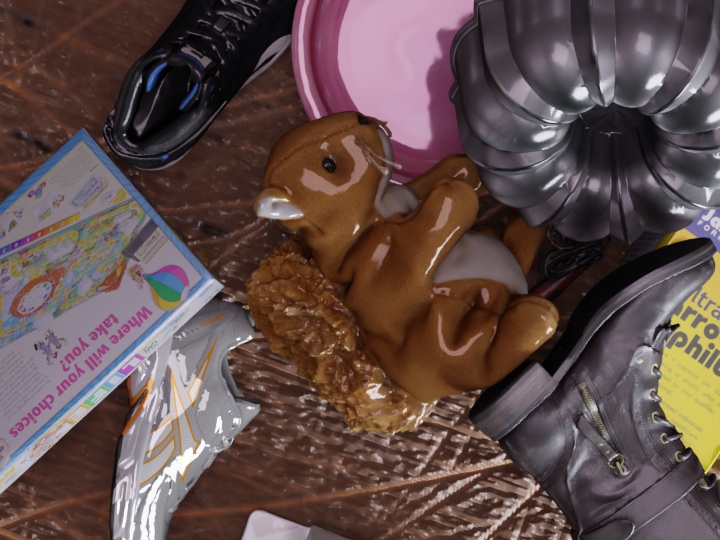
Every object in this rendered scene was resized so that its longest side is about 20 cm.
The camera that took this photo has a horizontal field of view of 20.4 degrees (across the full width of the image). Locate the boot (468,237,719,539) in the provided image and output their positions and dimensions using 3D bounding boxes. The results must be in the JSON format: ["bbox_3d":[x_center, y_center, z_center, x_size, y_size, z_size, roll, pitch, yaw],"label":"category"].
[{"bbox_3d":[0.181,0.098,1.223,0.200,0.069,0.174,-41,95,8],"label":"boot"}]

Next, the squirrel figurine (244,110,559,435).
[{"bbox_3d":[0.000,0.000,1.259,0.186,0.142,0.200,36,120,-17],"label":"squirrel figurine"}]

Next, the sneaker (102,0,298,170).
[{"bbox_3d":[-0.090,-0.147,1.287,0.073,0.112,0.201,35,91,-3],"label":"sneaker"}]

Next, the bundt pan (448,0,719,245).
[{"bbox_3d":[0.149,-0.091,1.183,0.200,0.076,0.203,3,137,3],"label":"bundt pan"}]

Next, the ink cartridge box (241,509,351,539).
[{"bbox_3d":[0.001,0.248,1.327,0.198,0.067,0.117,21,92,-2],"label":"ink cartridge box"}]

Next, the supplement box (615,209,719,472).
[{"bbox_3d":[0.199,0.058,1.303,0.109,0.109,0.201,35,91,-2],"label":"supplement box"}]

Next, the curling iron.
[{"bbox_3d":[0.085,0.035,1.339,0.200,0.026,0.050,-41,130,4],"label":"curling iron"}]

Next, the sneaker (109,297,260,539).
[{"bbox_3d":[-0.115,0.112,1.318,0.091,0.076,0.202,8,93,-6],"label":"sneaker"}]

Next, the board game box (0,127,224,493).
[{"bbox_3d":[-0.205,0.027,1.279,0.200,0.034,0.135,-42,78,-1],"label":"board game box"}]

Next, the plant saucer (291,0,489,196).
[{"bbox_3d":[0.053,-0.147,1.322,0.198,0.051,0.203,0,93,-1],"label":"plant saucer"}]
